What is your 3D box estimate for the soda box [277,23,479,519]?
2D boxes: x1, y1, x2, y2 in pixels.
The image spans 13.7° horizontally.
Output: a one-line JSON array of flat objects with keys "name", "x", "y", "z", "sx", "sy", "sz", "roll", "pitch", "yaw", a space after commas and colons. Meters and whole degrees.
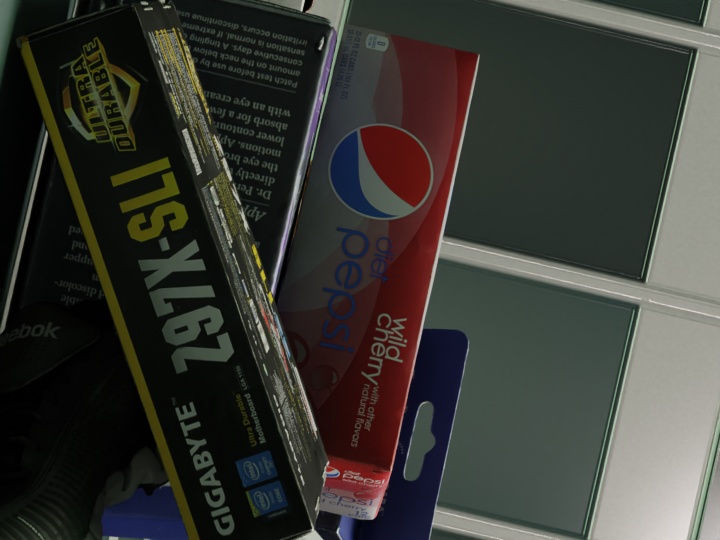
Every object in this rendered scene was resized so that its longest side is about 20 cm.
[{"name": "soda box", "x": 0.000, "y": 0.000, "z": 1.280, "sx": 0.070, "sy": 0.063, "sz": 0.201, "roll": 104, "pitch": -2, "yaw": -66}]

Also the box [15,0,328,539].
[{"name": "box", "x": -0.066, "y": -0.001, "z": 1.119, "sx": 0.160, "sy": 0.049, "sz": 0.201, "roll": -94, "pitch": 165, "yaw": -85}]

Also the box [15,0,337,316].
[{"name": "box", "x": -0.081, "y": -0.020, "z": 1.288, "sx": 0.148, "sy": 0.104, "sz": 0.201, "roll": -87, "pitch": -171, "yaw": -86}]

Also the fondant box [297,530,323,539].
[{"name": "fondant box", "x": -0.095, "y": 0.176, "z": 1.153, "sx": 0.200, "sy": 0.058, "sz": 0.144, "roll": -40, "pitch": -177, "yaw": 4}]

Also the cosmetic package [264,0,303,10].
[{"name": "cosmetic package", "x": -0.055, "y": -0.179, "z": 1.445, "sx": 0.051, "sy": 0.082, "sz": 0.201, "roll": 101, "pitch": 3, "yaw": -81}]

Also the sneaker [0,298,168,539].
[{"name": "sneaker", "x": -0.123, "y": 0.062, "z": 1.119, "sx": 0.200, "sy": 0.066, "sz": 0.091, "roll": -42, "pitch": 122, "yaw": -64}]

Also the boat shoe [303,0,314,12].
[{"name": "boat shoe", "x": -0.064, "y": -0.175, "z": 1.897, "sx": 0.200, "sy": 0.070, "sz": 0.071, "roll": -82, "pitch": -177, "yaw": -74}]

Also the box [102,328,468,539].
[{"name": "box", "x": -0.056, "y": 0.069, "z": 1.390, "sx": 0.032, "sy": 0.199, "sz": 0.122, "roll": 61, "pitch": 36, "yaw": -56}]
